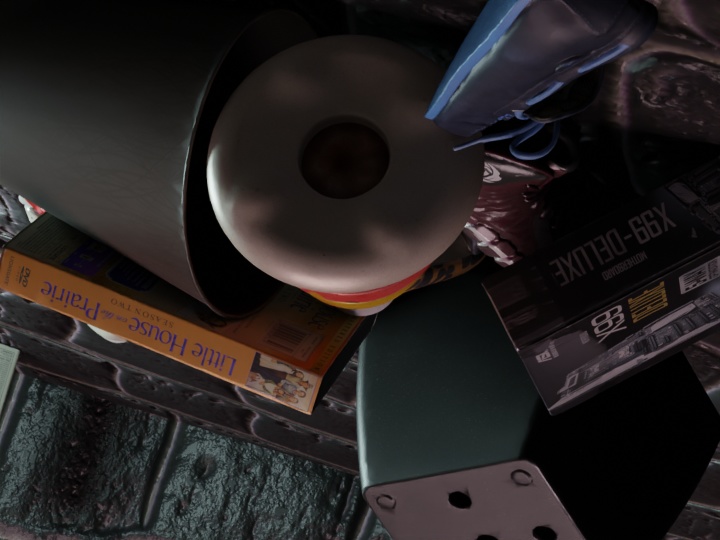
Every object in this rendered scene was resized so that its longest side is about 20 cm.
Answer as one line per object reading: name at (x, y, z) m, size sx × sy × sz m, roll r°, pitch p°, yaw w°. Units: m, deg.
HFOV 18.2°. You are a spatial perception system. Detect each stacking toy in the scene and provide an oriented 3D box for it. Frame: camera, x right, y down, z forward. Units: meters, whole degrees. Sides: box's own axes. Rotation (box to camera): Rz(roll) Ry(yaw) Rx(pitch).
stacking toy at (0.000, -0.024, 1.237) m, size 0.145 × 0.147 × 0.200 m, roll 15°, pitch 159°, yaw 12°

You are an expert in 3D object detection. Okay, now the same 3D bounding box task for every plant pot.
plant pot at (0.108, 0.121, 1.522) m, size 0.198 × 0.178 × 0.200 m, roll -13°, pitch 127°, yaw 32°

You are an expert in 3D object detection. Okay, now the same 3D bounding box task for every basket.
basket at (-0.135, -0.085, 1.281) m, size 0.199 × 0.181 × 0.136 m, roll 19°, pitch -149°, yaw 30°

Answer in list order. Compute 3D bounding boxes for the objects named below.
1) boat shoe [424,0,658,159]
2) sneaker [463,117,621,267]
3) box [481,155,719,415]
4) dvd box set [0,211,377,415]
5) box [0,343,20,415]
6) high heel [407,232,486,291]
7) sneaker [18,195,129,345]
boat shoe at (0.081, -0.092, 1.059) m, size 0.068 × 0.085 × 0.200 m, roll 30°, pitch 170°, yaw -6°
sneaker at (0.105, -0.048, 1.281) m, size 0.199 × 0.076 × 0.115 m, roll 25°, pitch 164°, yaw -32°
box at (0.161, 0.013, 1.317) m, size 0.157 × 0.050 × 0.200 m, roll -28°, pitch 163°, yaw 2°
dvd box set at (-0.096, 0.011, 1.317) m, size 0.199 × 0.030 × 0.146 m, roll 21°, pitch -157°, yaw 6°
box at (-0.556, 0.194, 3.140) m, size 0.095 × 0.201 × 0.078 m, roll 22°, pitch 168°, yaw -25°
high heel at (0.000, 0.000, 1.472) m, size 0.199 × 0.072 × 0.143 m, roll -22°, pitch 169°, yaw -10°
sneaker at (-0.216, -0.028, 1.686) m, size 0.093 × 0.070 × 0.200 m, roll 38°, pitch -163°, yaw -47°
